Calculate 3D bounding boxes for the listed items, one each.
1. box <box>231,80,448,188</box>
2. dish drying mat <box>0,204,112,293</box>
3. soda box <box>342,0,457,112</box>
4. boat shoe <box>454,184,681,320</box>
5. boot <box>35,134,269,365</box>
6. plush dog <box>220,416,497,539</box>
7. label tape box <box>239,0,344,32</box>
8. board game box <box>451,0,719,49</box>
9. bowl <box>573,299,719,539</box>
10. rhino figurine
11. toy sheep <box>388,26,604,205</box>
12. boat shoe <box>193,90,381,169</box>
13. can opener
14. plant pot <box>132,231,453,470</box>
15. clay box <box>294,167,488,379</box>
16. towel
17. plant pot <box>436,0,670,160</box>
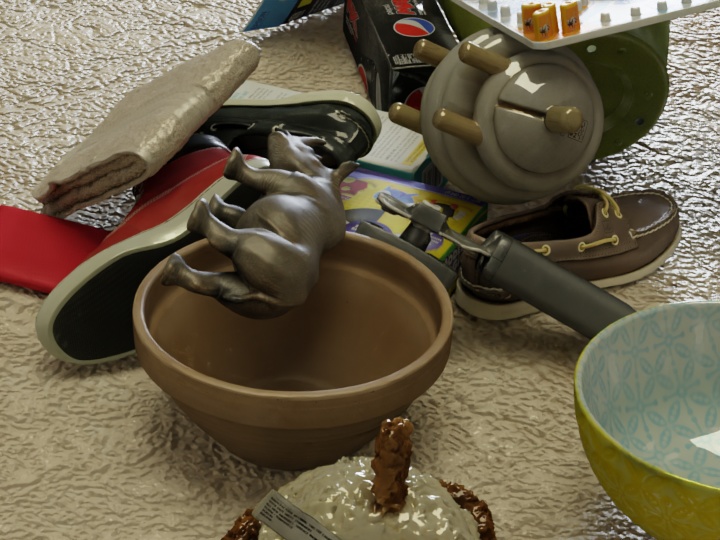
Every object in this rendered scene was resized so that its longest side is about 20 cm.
[{"bbox_3d":[-0.038,-0.092,1.709,0.199,0.049,0.082,14,33,19],"label":"box"},{"bbox_3d":[-0.180,0.000,1.584,0.199,0.018,0.077,14,37,16],"label":"dish drying mat"},{"bbox_3d":[0.034,-0.182,1.837,0.063,0.071,0.200,-3,32,-10],"label":"soda box"},{"bbox_3d":[0.152,-0.025,1.602,0.199,0.060,0.072,-19,37,-30],"label":"boat shoe"},{"bbox_3d":[-0.152,-0.018,1.548,0.200,0.073,0.144,-37,29,-16],"label":"boot"},{"bbox_3d":[0.000,0.152,1.254,0.198,0.162,0.172,-2,5,-10],"label":"plush dog"},{"bbox_3d":[-0.014,-0.288,1.931,0.199,0.143,0.066,-22,72,-35],"label":"label tape box"},{"bbox_3d":[0.173,-0.214,1.608,0.199,0.026,0.200,-15,24,-16],"label":"board game box"},{"bbox_3d":[0.220,0.115,1.335,0.199,0.108,0.201,2,31,-1],"label":"bowl"},{"bbox_3d":[-0.052,-0.035,1.430,0.087,0.060,0.200,26,34,2],"label":"rhino figurine"},{"bbox_3d":[0.104,-0.109,1.581,0.137,0.139,0.200,-8,13,-16],"label":"toy sheep"},{"bbox_3d":[-0.080,-0.078,1.639,0.198,0.075,0.066,-4,43,27],"label":"boat shoe"},{"bbox_3d":[0.089,0.010,1.511,0.199,0.067,0.053,30,5,-7],"label":"can opener"},{"bbox_3d":[-0.043,0.060,1.424,0.199,0.093,0.201,2,32,-1],"label":"plant pot"},{"bbox_3d":[0.000,0.000,1.565,0.114,0.048,0.200,14,33,19],"label":"clay box"},{"bbox_3d":[-0.157,-0.100,1.602,0.133,0.035,0.200,-50,17,-28],"label":"towel"},{"bbox_3d":[0.161,-0.194,1.775,0.199,0.201,0.194,-1,43,-6],"label":"plant pot"}]
